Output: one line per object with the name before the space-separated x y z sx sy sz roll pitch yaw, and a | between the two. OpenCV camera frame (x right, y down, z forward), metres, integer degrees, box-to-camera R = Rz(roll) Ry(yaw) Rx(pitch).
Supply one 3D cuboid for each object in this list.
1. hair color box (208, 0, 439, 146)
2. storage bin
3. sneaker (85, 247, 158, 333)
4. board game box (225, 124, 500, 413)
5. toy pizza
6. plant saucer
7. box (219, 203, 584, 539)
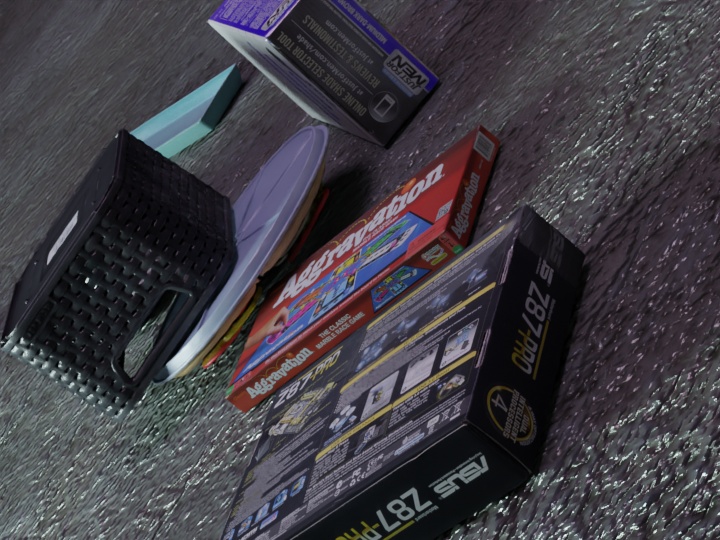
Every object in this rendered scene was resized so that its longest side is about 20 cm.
hair color box | -0.028 -0.151 1.692 0.065 0.109 0.200 -49 17 -1
storage bin | -0.160 0.000 1.650 0.135 0.094 0.200 -54 11 10
sneaker | -0.202 0.000 1.872 0.074 0.079 0.200 -56 16 -13
board game box | 0.000 0.000 1.457 0.200 0.019 0.103 -38 20 37
toy pizza | -0.072 -0.006 1.616 0.200 0.032 0.200 -53 12 17
plant saucer | -0.164 -0.117 2.126 0.200 0.019 0.070 -25 30 54
box | 0.014 0.076 1.208 0.200 0.049 0.161 -38 22 36
